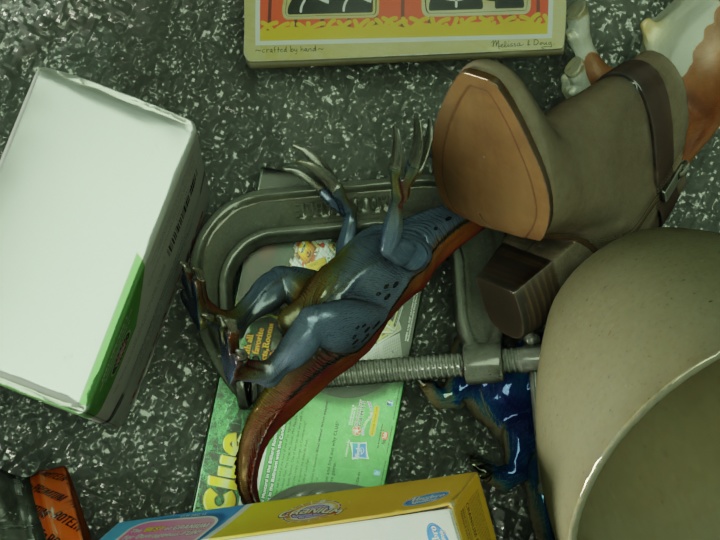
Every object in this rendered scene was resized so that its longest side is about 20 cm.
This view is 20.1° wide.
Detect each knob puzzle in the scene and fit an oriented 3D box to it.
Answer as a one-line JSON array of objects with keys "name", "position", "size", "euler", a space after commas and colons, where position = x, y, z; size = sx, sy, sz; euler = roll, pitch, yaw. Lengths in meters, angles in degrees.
[{"name": "knob puzzle", "position": [0.024, -0.213, 1.116], "size": [0.218, 0.030, 0.221], "euler": [-2, 73, 7]}]

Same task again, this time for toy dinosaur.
[{"name": "toy dinosaur", "position": [0.000, 0.000, 1.057], "size": [0.181, 0.105, 0.201], "euler": [-15, 119, -21]}]

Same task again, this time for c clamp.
[{"name": "c clamp", "position": [0.004, 0.030, 1.077], "size": [0.199, 0.027, 0.172], "euler": [1, 77, 8]}]

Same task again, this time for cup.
[{"name": "cup", "position": [0.164, 0.061, 0.991], "size": [0.199, 0.143, 0.201], "euler": [-12, 129, -15]}]

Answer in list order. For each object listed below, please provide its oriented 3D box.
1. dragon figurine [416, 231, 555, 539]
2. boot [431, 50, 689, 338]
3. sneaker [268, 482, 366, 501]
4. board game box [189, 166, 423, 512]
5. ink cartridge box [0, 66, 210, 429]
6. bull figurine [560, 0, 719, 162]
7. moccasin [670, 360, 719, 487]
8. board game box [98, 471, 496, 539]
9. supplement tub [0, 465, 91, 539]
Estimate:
[{"name": "dragon figurine", "position": [0.095, 0.069, 1.103], "size": [0.099, 0.059, 0.201], "euler": [-33, 81, 1]}, {"name": "boot", "position": [0.110, -0.063, 1.023], "size": [0.070, 0.201, 0.146], "euler": [30, 59, 30]}, {"name": "sneaker", "position": [0.033, 0.172, 1.047], "size": [0.199, 0.080, 0.079], "euler": [15, 58, 33]}, {"name": "board game box", "position": [-0.025, 0.052, 1.116], "size": [0.104, 0.023, 0.201], "euler": [13, 84, -6]}, {"name": "ink cartridge box", "position": [-0.139, -0.003, 1.021], "size": [0.084, 0.200, 0.147], "euler": [21, 82, 0]}, {"name": "bull figurine", "position": [0.191, -0.140, 1.122], "size": [0.121, 0.065, 0.200], "euler": [36, 87, -28]}, {"name": "moccasin", "position": [0.185, 0.120, 1.094], "size": [0.078, 0.074, 0.202], "euler": [32, 88, 35]}, {"name": "board game box", "position": [-0.020, 0.186, 0.985], "size": [0.199, 0.040, 0.154], "euler": [-10, 104, 23]}, {"name": "supplement tub", "position": [-0.232, 0.174, 1.033], "size": [0.199, 0.123, 0.123], "euler": [-17, 87, -6]}]
